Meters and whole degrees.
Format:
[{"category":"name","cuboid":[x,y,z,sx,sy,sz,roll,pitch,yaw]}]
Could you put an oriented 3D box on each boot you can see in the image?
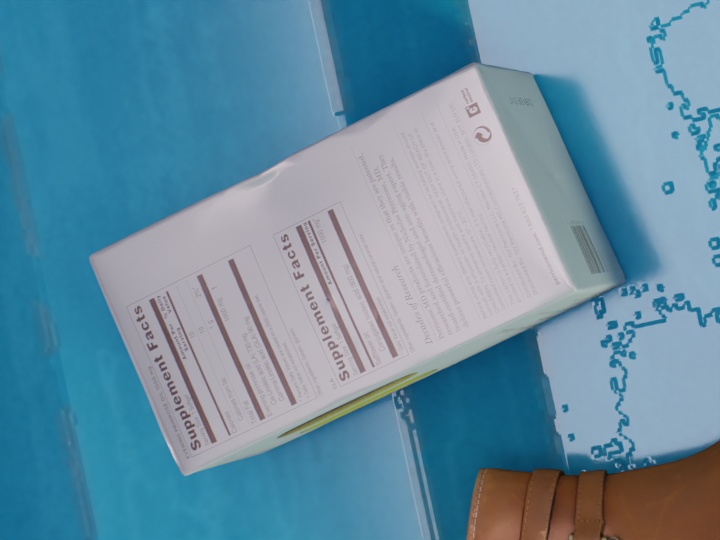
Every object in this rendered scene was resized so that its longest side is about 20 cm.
[{"category":"boot","cuboid":[0.127,0.107,1.209,0.154,0.074,0.201,15,94,19]}]

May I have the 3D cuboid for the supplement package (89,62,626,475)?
[{"category":"supplement package","cuboid":[0.000,0.000,1.218,0.199,0.114,0.110,-26,84,17]}]
